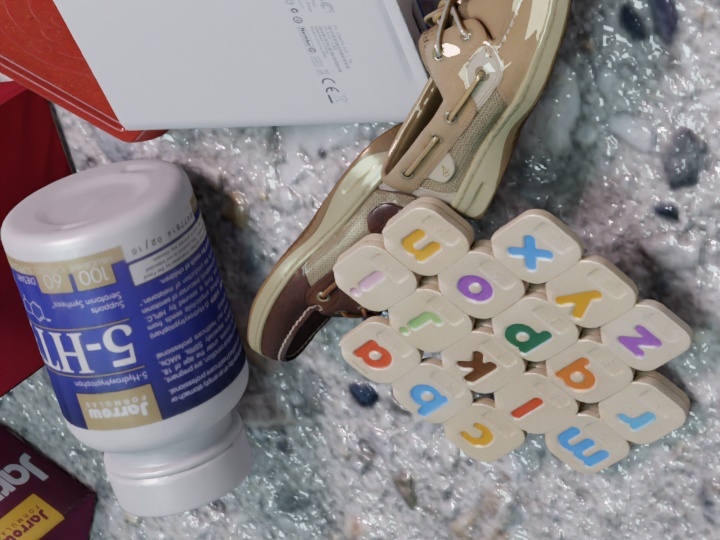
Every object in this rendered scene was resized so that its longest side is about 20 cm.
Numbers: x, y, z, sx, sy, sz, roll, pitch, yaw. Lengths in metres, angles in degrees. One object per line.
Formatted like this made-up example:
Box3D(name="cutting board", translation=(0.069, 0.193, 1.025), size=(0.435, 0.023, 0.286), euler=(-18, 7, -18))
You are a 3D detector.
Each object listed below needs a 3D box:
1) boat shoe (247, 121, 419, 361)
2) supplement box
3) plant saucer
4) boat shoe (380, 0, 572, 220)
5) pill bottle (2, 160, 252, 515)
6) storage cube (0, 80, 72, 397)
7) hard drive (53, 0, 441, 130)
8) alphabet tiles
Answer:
Box3D(name="boat shoe", translation=(0.000, 0.000, 1.401), size=(0.072, 0.072, 0.200), euler=(44, 130, 9))
Box3D(name="supplement box", translation=(-0.311, 0.171, 1.729), size=(0.200, 0.131, 0.103), euler=(33, 134, 18))
Box3D(name="plant saucer", translation=(-0.163, -0.158, 1.386), size=(0.200, 0.037, 0.200), euler=(30, 142, -16))
Box3D(name="boat shoe", translation=(0.062, -0.110, 1.254), size=(0.064, 0.071, 0.200), euler=(16, 128, -6))
Box3D(name="pill bottle", translation=(-0.137, 0.044, 1.496), size=(0.120, 0.120, 0.200), euler=(2, 118, 39))
Box3D(name="storage cube", translation=(-0.294, -0.009, 1.559), size=(0.200, 0.180, 0.171), euler=(-2, 116, 42))
Box3D(name="hard drive", translation=(-0.061, -0.131, 1.328), size=(0.200, 0.025, 0.132), euler=(0, 141, 23))
Box3D(name="alphabet tiles", translation=(0.084, 0.038, 1.348), size=(0.200, 0.015, 0.196), euler=(38, 139, -14))
